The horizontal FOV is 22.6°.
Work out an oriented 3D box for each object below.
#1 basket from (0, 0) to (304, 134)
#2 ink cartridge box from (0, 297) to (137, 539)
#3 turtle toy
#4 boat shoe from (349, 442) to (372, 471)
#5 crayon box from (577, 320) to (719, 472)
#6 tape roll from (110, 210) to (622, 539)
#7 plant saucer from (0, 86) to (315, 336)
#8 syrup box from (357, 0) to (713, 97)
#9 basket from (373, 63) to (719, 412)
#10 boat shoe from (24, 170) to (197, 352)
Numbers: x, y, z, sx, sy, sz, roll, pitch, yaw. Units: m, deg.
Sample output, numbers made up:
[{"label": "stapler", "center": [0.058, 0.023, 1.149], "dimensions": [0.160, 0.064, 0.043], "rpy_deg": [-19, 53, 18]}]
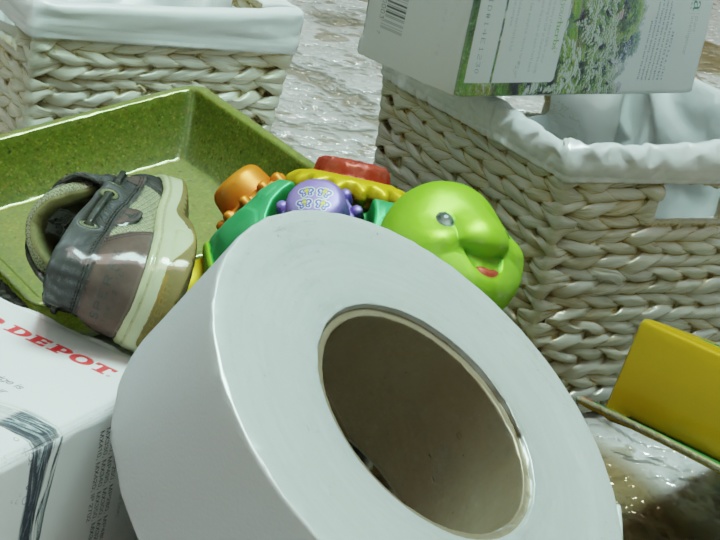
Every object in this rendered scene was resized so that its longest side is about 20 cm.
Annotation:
[{"label": "basket", "center": [-0.159, -0.138, 1.213], "dimensions": [0.199, 0.124, 0.135], "rpy_deg": [-3, 26, -32]}, {"label": "ink cartridge box", "center": [-0.190, 0.078, 0.692], "dimensions": [0.144, 0.085, 0.200], "rpy_deg": [21, 23, 23]}, {"label": "turtle toy", "center": [0.000, 0.000, 0.856], "dimensions": [0.145, 0.102, 0.200], "rpy_deg": [10, 4, -35]}, {"label": "boat shoe", "center": [-0.035, 0.090, 0.761], "dimensions": [0.068, 0.075, 0.200], "rpy_deg": [8, 20, 5]}, {"label": "crayon box", "center": [0.202, 0.077, 0.847], "dimensions": [0.127, 0.051, 0.200], "rpy_deg": [26, 5, 33]}, {"label": "tape roll", "center": [0.006, 0.076, 0.695], "dimensions": [0.202, 0.071, 0.203], "rpy_deg": [31, 34, -23]}, {"label": "plant saucer", "center": [-0.130, -0.029, 1.010], "dimensions": [0.199, 0.048, 0.200], "rpy_deg": [-18, 34, -28]}, {"label": "syrup box", "center": [0.102, -0.145, 0.982], "dimensions": [0.199, 0.079, 0.081], "rpy_deg": [-7, 26, -42]}, {"label": "basket", "center": [0.125, -0.033, 1.041], "dimensions": [0.197, 0.162, 0.200], "rpy_deg": [-2, 25, -31]}, {"label": "boat shoe", "center": [-0.118, -0.016, 0.814], "dimensions": [0.066, 0.072, 0.201], "rpy_deg": [26, 6, -16]}]
